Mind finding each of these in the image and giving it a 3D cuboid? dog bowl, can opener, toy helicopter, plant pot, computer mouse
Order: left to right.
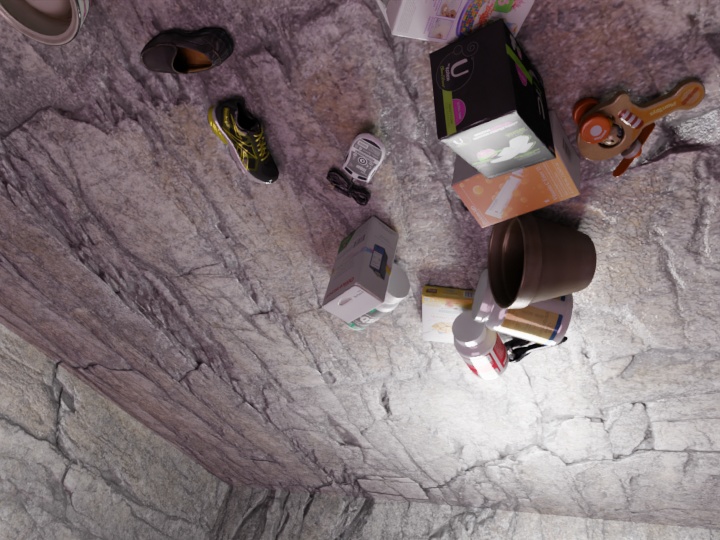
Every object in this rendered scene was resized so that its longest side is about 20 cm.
[{"bbox_3d":[-0.574,-0.513,0.954,0.196,0.075,0.202,11,141,9],"label":"dog bowl"},{"bbox_3d":[0.002,-0.218,1.111,0.108,0.044,0.200,29,146,-6],"label":"computer mouse"},{"bbox_3d":[0.452,0.190,1.421,0.199,0.078,0.064,-36,79,42],"label":"can opener"},{"bbox_3d":[0.375,-0.019,1.105,0.170,0.203,0.202,3,142,-7],"label":"plant pot"},{"bbox_3d":[0.458,-0.241,0.883,0.197,0.080,0.133,-23,121,24],"label":"toy helicopter"}]

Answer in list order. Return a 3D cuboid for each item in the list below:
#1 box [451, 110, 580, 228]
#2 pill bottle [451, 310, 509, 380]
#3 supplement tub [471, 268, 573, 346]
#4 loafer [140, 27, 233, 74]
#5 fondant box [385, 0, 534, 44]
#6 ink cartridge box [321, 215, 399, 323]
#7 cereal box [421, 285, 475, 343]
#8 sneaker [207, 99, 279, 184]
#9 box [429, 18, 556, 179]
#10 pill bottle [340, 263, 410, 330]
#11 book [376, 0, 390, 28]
[{"bbox_3d":[0.287,-0.181,0.997,0.198,0.099,0.124,-19,129,38],"label":"box"},{"bbox_3d":[0.302,0.189,1.368,0.110,0.114,0.200,-7,144,27],"label":"pill bottle"},{"bbox_3d":[0.369,0.081,1.241,0.196,0.146,0.146,16,142,3],"label":"supplement tub"},{"bbox_3d":[-0.335,-0.399,0.998,0.196,0.073,0.073,-2,139,24],"label":"loafer"},{"bbox_3d":[0.150,-0.402,0.764,0.196,0.059,0.145,3,145,-16],"label":"fondant box"},{"bbox_3d":[0.000,0.000,1.241,0.087,0.202,0.145,33,139,-21],"label":"ink cartridge box"},{"bbox_3d":[0.234,0.123,1.426,0.141,0.040,0.202,5,139,12],"label":"cereal box"},{"bbox_3d":[-0.229,-0.264,1.116,0.084,0.075,0.200,-15,131,34],"label":"sneaker"},{"bbox_3d":[0.209,-0.254,0.839,0.123,0.152,0.199,-14,164,32],"label":"box"},{"bbox_3d":[0.032,0.067,1.380,0.112,0.114,0.200,31,140,-17],"label":"pill bottle"},{"bbox_3d":[0.063,-0.470,0.784,0.132,0.049,0.201,-12,133,28],"label":"book"}]
